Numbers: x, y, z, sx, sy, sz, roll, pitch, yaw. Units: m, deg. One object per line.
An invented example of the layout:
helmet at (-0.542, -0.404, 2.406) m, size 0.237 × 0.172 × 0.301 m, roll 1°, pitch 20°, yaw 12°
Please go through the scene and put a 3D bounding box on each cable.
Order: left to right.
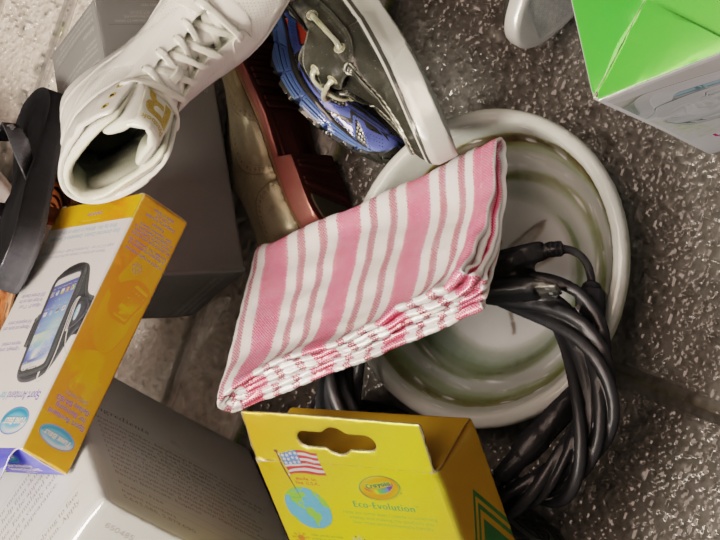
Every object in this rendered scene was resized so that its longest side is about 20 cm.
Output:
cable at (0.062, 0.074, 1.420) m, size 0.199 × 0.051 × 0.164 m, roll -15°, pitch 77°, yaw 20°

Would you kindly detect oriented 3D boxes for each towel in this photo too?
towel at (0.000, 0.000, 1.438) m, size 0.199 × 0.030 × 0.147 m, roll -23°, pitch 32°, yaw 26°

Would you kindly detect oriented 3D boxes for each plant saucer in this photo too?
plant saucer at (0.086, 0.001, 1.478) m, size 0.199 × 0.050 × 0.202 m, roll -6°, pitch 79°, yaw 31°

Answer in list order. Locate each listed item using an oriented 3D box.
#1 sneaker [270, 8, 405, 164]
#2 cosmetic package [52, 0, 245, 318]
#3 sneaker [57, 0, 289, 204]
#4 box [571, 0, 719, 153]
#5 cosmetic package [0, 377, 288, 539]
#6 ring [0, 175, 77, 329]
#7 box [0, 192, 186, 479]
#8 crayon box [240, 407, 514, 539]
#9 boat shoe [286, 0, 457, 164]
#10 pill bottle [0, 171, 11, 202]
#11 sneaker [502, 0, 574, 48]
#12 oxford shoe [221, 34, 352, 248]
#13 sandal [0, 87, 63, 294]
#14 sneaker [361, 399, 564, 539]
sneaker at (-0.020, -0.156, 1.557) m, size 0.078 × 0.075 × 0.201 m, roll -37°, pitch 67°, yaw 17°
cosmetic package at (-0.146, -0.075, 1.589) m, size 0.107 × 0.090 × 0.201 m, roll -33°, pitch 66°, yaw 60°
sneaker at (-0.110, -0.119, 1.444) m, size 0.200 × 0.074 × 0.116 m, roll -43°, pitch 24°, yaw 21°
box at (0.189, -0.187, 1.373) m, size 0.096 × 0.176 × 0.201 m, roll -19°, pitch 72°, yaw 27°
cosmetic package at (-0.157, 0.189, 1.483) m, size 0.165 × 0.165 × 0.200 m, roll -53°, pitch 27°, yaw 13°
ring at (-0.234, 0.024, 1.617) m, size 0.200 × 0.019 × 0.202 m, roll -166°, pitch 90°, yaw -71°
box at (-0.188, 0.050, 1.455) m, size 0.119 × 0.041 × 0.201 m, roll -5°, pitch 58°, yaw 57°
crayon box at (0.021, 0.150, 1.374) m, size 0.126 × 0.051 × 0.201 m, roll 3°, pitch 128°, yaw 32°
boat shoe at (-0.004, -0.135, 1.484) m, size 0.063 × 0.071 × 0.200 m, roll -31°, pitch 59°, yaw 0°
pill bottle at (-0.349, -0.088, 1.720) m, size 0.200 × 0.111 × 0.111 m, roll 46°, pitch 106°, yaw 28°
sneaker at (0.110, -0.241, 1.496) m, size 0.099 × 0.071 × 0.201 m, roll 18°, pitch 85°, yaw 34°
oxford shoe at (-0.074, -0.095, 1.581) m, size 0.075 × 0.070 × 0.201 m, roll -33°, pitch 66°, yaw 29°
sandal at (-0.228, -0.064, 1.558) m, size 0.201 × 0.043 × 0.076 m, roll -94°, pitch 29°, yaw -58°
sneaker at (0.035, 0.154, 1.474) m, size 0.200 × 0.076 × 0.091 m, roll 40°, pitch 109°, yaw 31°
